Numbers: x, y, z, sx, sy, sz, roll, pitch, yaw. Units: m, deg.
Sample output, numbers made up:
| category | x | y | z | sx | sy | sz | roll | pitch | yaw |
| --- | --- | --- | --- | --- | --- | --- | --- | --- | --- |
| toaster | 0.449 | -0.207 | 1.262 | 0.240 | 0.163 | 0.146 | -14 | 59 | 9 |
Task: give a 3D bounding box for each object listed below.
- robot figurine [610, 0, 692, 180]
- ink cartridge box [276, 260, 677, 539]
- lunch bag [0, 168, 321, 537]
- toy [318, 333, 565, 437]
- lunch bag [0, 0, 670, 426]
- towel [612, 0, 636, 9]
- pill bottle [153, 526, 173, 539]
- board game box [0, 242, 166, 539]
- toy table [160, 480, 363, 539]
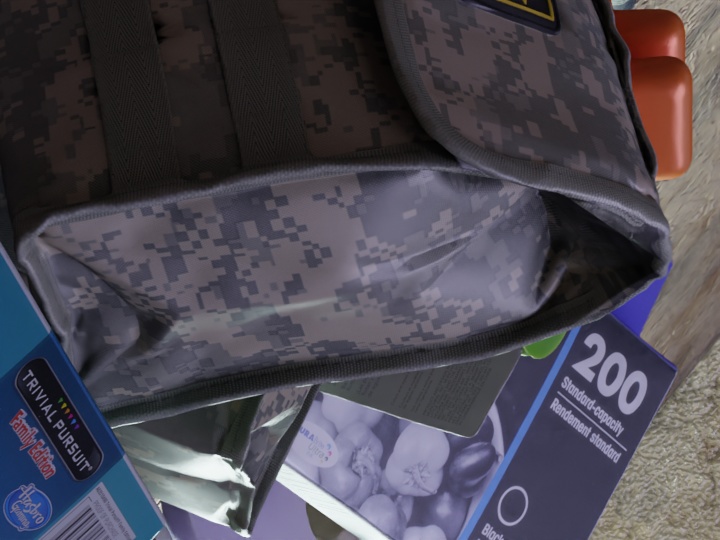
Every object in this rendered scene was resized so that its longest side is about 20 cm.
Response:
| category | x | y | z | sx | sy | sz | roll | pitch | yaw |
| --- | --- | --- | --- | --- | --- | --- | --- | --- | --- |
| robot figurine | 0.057 | -0.079 | 1.256 | 0.199 | 0.145 | 0.117 | -4 | 169 | 3 |
| ink cartridge box | 0.053 | 0.032 | 1.144 | 0.198 | 0.043 | 0.201 | 38 | 73 | -37 |
| lunch bag | -0.071 | -0.031 | 0.955 | 0.118 | 0.163 | 0.201 | 92 | 22 | -68 |
| toy | 0.000 | 0.000 | 1.034 | 0.047 | 0.199 | 0.116 | 46 | 67 | -45 |
| lunch bag | -0.013 | -0.056 | 0.813 | 0.199 | 0.165 | 0.118 | -10 | 141 | -5 |
| towel | 0.159 | -0.224 | 1.350 | 0.193 | 0.034 | 0.201 | 50 | 63 | -86 |
| pill bottle | -0.150 | 0.133 | 1.117 | 0.114 | 0.114 | 0.200 | -50 | 166 | 3 |
| board game box | -0.150 | -0.008 | 0.725 | 0.047 | 0.200 | 0.151 | -42 | 148 | -14 |
| toy table | 0.004 | 0.059 | 1.228 | 0.184 | 0.117 | 0.201 | 45 | 59 | -34 |
